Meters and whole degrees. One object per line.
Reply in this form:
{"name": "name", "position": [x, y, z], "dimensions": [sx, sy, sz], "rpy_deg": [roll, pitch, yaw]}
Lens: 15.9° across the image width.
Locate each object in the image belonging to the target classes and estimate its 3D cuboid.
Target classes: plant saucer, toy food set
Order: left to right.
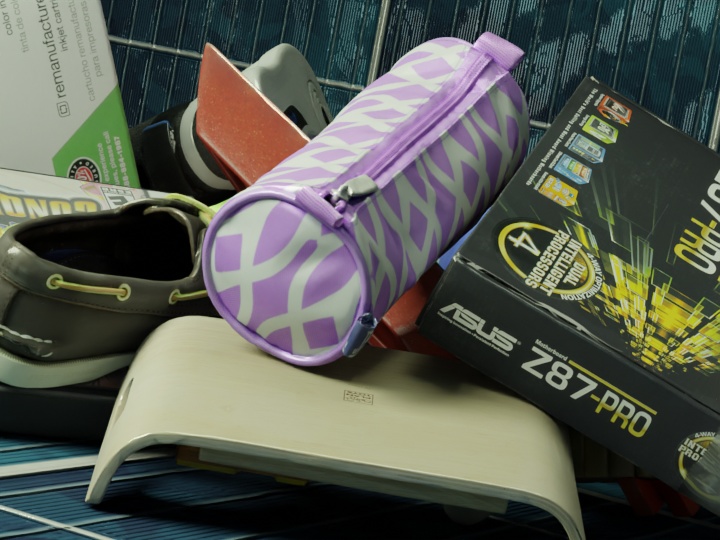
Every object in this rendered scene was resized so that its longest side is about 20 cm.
{"name": "toy food set", "position": [-0.006, 0.079, 1.039], "dimensions": [0.198, 0.061, 0.144], "rpy_deg": [9, 17, -1]}
{"name": "plant saucer", "position": [0.000, 0.000, 1.278], "dimensions": [0.200, 0.037, 0.200], "rpy_deg": [44, -6, 27]}

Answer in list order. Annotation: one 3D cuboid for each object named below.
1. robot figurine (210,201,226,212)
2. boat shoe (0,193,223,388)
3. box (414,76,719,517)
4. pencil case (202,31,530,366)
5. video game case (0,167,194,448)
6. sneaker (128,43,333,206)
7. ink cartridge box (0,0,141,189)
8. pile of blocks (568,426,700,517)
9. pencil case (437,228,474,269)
{"name": "robot figurine", "position": [-0.068, -0.016, 1.556], "dimensions": [0.199, 0.117, 0.175], "rpy_deg": [13, 0, 25]}
{"name": "boat shoe", "position": [-0.090, 0.001, 1.138], "dimensions": [0.072, 0.061, 0.201], "rpy_deg": [41, 32, 25]}
{"name": "box", "position": [0.130, 0.008, 1.128], "dimensions": [0.161, 0.049, 0.200], "rpy_deg": [33, 34, 5]}
{"name": "pencil case", "position": [0.006, -0.035, 1.105], "dimensions": [0.084, 0.086, 0.200], "rpy_deg": [28, 33, 11]}
{"name": "video game case", "position": [-0.141, 0.012, 1.171], "dimensions": [0.199, 0.026, 0.181], "rpy_deg": [8, 32, -30]}
{"name": "sneaker", "position": [-0.081, -0.074, 1.453], "dimensions": [0.111, 0.073, 0.200], "rpy_deg": [-24, -1, 11]}
{"name": "ink cartridge box", "position": [-0.223, -0.069, 1.278], "dimensions": [0.199, 0.146, 0.084], "rpy_deg": [-19, 19, -25]}
{"name": "pile of blocks", "position": [0.123, 0.079, 1.176], "dimensions": [0.198, 0.063, 0.082], "rpy_deg": [3, -11, -9]}
{"name": "pencil case", "position": [0.068, -0.009, 1.335], "dimensions": [0.077, 0.088, 0.200], "rpy_deg": [1, 7, -15]}
